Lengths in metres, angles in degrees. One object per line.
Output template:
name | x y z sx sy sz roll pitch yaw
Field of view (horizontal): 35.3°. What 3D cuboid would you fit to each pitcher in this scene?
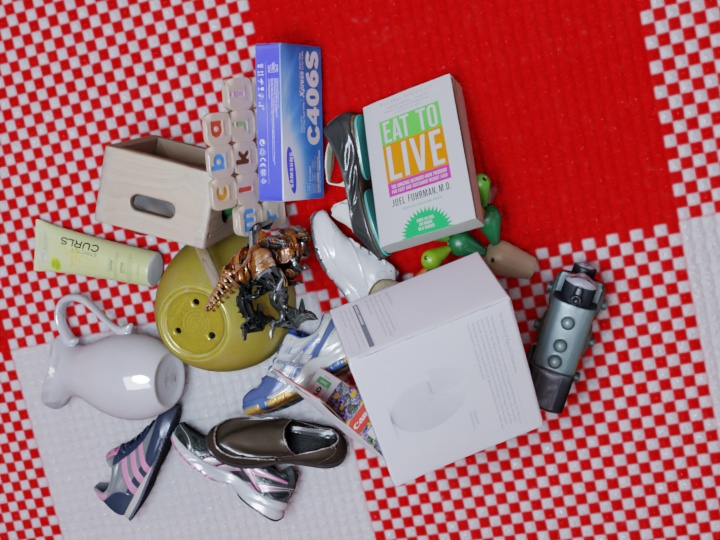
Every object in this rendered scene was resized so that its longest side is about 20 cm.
pitcher | -0.356 0.123 1.616 0.198 0.121 0.173 3 99 25

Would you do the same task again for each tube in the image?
tube | -0.383 -0.018 1.627 0.198 0.052 0.058 12 64 16

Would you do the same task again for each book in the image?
book | 0.077 -0.134 1.447 0.133 0.048 0.202 -16 67 21

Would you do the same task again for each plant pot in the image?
plant pot | -0.203 0.057 1.549 0.198 0.142 0.202 3 102 13

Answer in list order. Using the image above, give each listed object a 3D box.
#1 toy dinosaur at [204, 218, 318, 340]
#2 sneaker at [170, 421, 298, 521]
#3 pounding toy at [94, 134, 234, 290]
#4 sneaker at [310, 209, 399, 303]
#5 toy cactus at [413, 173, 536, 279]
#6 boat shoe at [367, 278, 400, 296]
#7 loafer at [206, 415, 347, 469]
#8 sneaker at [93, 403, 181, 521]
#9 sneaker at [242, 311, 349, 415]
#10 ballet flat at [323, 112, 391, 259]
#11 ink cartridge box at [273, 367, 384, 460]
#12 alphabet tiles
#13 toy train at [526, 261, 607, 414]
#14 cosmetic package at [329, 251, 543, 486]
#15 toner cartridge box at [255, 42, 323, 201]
toy dinosaur | -0.130 0.011 1.444 0.102 0.199 0.137 5 115 57
sneaker | -0.175 0.270 1.633 0.199 0.080 0.087 33 86 4
pounding toy | -0.233 -0.081 1.505 0.198 0.184 0.143 15 105 10
sneaker | 0.000 0.000 1.537 0.087 0.075 0.201 -33 97 2
toy cactus | 0.148 -0.028 1.488 0.164 0.102 0.201 19 103 -11
boat shoe | 0.103 0.069 1.440 0.199 0.063 0.074 19 87 -21
loafer | -0.115 0.231 1.577 0.198 0.072 0.074 1 60 -6
sneaker | -0.330 0.270 1.660 0.082 0.070 0.201 28 105 3
sneaker | -0.090 0.130 1.585 0.199 0.075 0.089 -32 76 16
ballet flat | -0.007 -0.109 1.513 0.068 0.068 0.202 -12 88 25
ink cartridge box | -0.017 0.181 1.494 0.050 0.109 0.200 -52 131 -11
alphabet tiles | -0.137 -0.149 1.469 0.014 0.195 0.202 4 104 32
toy train | 0.260 0.089 1.460 0.085 0.114 0.202 19 105 8
cosmetic package | 0.093 0.117 1.364 0.198 0.123 0.201 -20 122 -2
toner cartridge box | -0.092 -0.193 1.483 0.043 0.095 0.202 3 98 33
